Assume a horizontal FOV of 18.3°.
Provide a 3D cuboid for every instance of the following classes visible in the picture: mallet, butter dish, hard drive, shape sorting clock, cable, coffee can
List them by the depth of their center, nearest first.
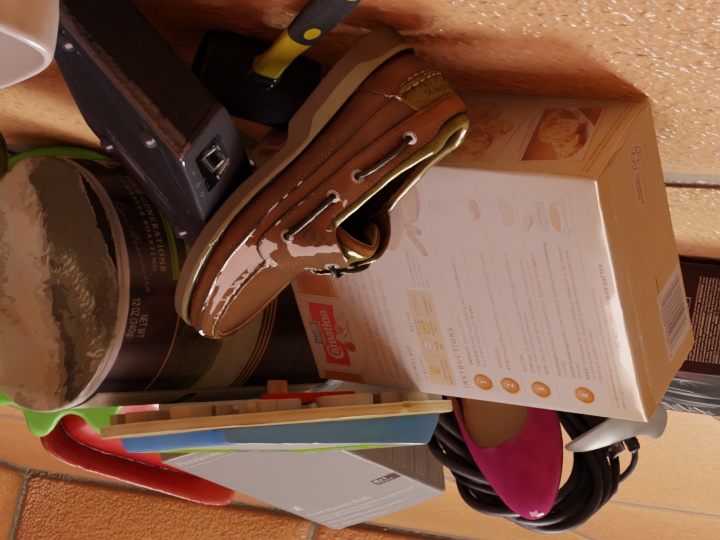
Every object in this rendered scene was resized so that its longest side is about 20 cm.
[{"bbox_3d":[-0.021,-0.109,1.079,0.066,0.041,0.200,19,163,-22],"label":"mallet"},{"bbox_3d":[-0.106,-0.077,1.140,0.135,0.042,0.200,49,171,14],"label":"hard drive"},{"bbox_3d":[-0.047,0.082,1.264,0.200,0.039,0.200,-1,173,0],"label":"shape sorting clock"},{"bbox_3d":[-0.109,0.008,1.320,0.200,0.147,0.146,-1,-179,-44],"label":"coffee can"},{"bbox_3d":[0.100,0.092,1.561,0.163,0.200,0.051,-29,170,-41],"label":"cable"},{"bbox_3d":[-0.142,0.060,1.744,0.199,0.200,0.148,21,143,-39],"label":"butter dish"}]

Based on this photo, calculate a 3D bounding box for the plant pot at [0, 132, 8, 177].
[{"bbox_3d":[-0.317,-0.056,1.348,0.190,0.200,0.200,-16,152,41],"label":"plant pot"}]

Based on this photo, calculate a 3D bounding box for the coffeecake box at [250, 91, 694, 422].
[{"bbox_3d":[0.060,-0.012,1.172,0.200,0.073,0.154,6,129,30],"label":"coffeecake box"}]

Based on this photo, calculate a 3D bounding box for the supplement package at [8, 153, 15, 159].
[{"bbox_3d":[-0.310,-0.025,1.603,0.114,0.110,0.200,20,166,-33],"label":"supplement package"}]

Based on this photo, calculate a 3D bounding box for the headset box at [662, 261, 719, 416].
[{"bbox_3d":[0.204,0.045,1.474,0.200,0.077,0.149,5,167,27],"label":"headset box"}]

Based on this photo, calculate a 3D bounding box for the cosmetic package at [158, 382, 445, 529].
[{"bbox_3d":[-0.040,0.108,1.553,0.107,0.090,0.200,-22,152,32],"label":"cosmetic package"}]

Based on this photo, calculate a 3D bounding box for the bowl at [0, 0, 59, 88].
[{"bbox_3d":[-0.246,-0.147,1.032,0.200,0.075,0.200,20,167,-29],"label":"bowl"}]

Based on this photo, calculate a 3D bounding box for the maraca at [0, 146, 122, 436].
[{"bbox_3d":[-0.197,0.015,1.495,0.137,0.200,0.107,0,-165,2],"label":"maraca"}]

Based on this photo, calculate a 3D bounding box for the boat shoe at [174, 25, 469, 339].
[{"bbox_3d":[-0.022,-0.026,1.103,0.068,0.200,0.072,45,-145,12],"label":"boat shoe"}]

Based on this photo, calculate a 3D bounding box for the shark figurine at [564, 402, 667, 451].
[{"bbox_3d":[0.130,-0.007,1.250,0.128,0.215,0.089,-38,178,38],"label":"shark figurine"}]

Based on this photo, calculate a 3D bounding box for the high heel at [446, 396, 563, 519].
[{"bbox_3d":[0.069,0.068,1.461,0.067,0.200,0.096,-32,154,21],"label":"high heel"}]
